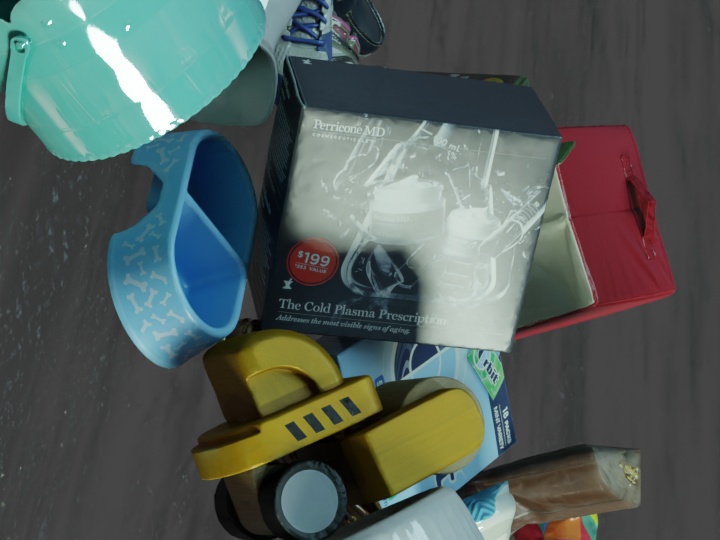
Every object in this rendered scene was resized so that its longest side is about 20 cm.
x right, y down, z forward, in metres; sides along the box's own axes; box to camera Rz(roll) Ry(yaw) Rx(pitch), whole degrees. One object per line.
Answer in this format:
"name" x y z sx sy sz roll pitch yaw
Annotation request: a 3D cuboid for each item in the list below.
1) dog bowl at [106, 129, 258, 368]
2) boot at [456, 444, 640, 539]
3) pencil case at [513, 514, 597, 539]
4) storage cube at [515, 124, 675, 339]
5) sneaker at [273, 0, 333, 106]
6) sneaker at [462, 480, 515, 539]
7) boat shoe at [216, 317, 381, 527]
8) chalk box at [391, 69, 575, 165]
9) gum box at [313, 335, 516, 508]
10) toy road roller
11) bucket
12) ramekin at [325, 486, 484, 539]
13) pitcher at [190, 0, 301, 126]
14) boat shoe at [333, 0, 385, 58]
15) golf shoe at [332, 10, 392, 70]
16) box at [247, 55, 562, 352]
"dog bowl" -0.125 -0.023 1.562 0.112 0.049 0.201 52 31 -36
"boot" 0.166 0.207 1.828 0.186 0.199 0.065 38 42 -50
"pencil case" 0.180 0.298 1.939 0.088 0.088 0.201 47 37 -42
"storage cube" 0.163 -0.032 1.988 0.179 0.199 0.172 -7 81 -58
"sneaker" -0.054 -0.229 1.762 0.075 0.088 0.201 5 60 -15
"sneaker" 0.093 0.227 1.711 0.200 0.076 0.081 98 -30 -68
"boat shoe" -0.043 0.120 1.613 0.201 0.067 0.072 64 26 -16
"chalk box" 0.072 -0.088 1.743 0.125 0.199 0.125 -46 138 -63
"gum box" 0.042 0.104 1.717 0.200 0.044 0.171 -32 117 -46
"toy road roller" -0.025 0.100 1.513 0.199 0.123 0.147 -23 94 -25
"bucket" -0.170 -0.179 1.404 0.135 0.206 0.208 58 28 -31
"ramekin" 0.004 0.229 1.498 0.098 0.200 0.200 64 25 3
"pitcher" -0.095 -0.238 1.646 0.172 0.120 0.201 103 -7 -58
"boat shoe" -0.025 -0.269 1.909 0.200 0.062 0.075 53 29 -36
"golf shoe" -0.003 -0.141 1.868 0.200 0.072 0.093 36 49 -37
"box" 0.028 -0.049 1.604 0.104 0.199 0.183 -111 -151 -63
